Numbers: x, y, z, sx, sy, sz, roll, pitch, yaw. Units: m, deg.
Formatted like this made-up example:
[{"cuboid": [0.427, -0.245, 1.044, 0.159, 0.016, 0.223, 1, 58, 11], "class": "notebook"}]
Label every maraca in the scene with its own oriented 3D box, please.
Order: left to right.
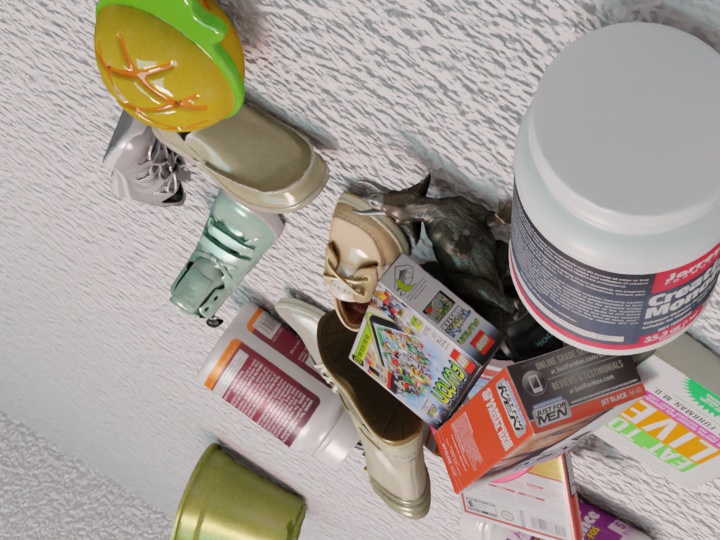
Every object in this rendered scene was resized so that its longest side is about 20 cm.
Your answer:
[{"cuboid": [-0.150, -0.178, 1.266, 0.136, 0.108, 0.200, 25, 160, 7], "class": "maraca"}]

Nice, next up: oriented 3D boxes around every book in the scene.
[{"cuboid": [0.270, 0.118, 1.361, 0.133, 0.048, 0.200, 34, 158, 0], "class": "book"}]

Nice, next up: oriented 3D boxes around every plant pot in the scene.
[{"cuboid": [-0.195, 0.415, 2.703, 0.182, 0.202, 0.201, 19, 159, 10], "class": "plant pot"}]

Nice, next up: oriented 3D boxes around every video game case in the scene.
[{"cuboid": [0.144, 0.173, 1.595, 0.142, 0.017, 0.202, 12, 126, 38], "class": "video game case"}]

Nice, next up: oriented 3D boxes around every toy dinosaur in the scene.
[{"cuboid": [0.091, -0.012, 1.313, 0.200, 0.077, 0.102, 48, 167, -24], "class": "toy dinosaur"}]

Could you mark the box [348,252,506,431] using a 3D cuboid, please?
[{"cuboid": [0.052, 0.065, 1.377, 0.110, 0.035, 0.200, 39, 159, 8], "class": "box"}]

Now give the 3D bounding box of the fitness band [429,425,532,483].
[{"cuboid": [0.126, 0.122, 1.536, 0.143, 0.037, 0.200, 42, 140, 7], "class": "fitness band"}]

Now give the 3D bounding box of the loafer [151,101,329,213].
[{"cuboid": [-0.116, -0.114, 1.412, 0.199, 0.076, 0.068, 27, 166, 27], "class": "loafer"}]

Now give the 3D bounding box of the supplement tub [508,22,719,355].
[{"cuboid": [0.162, -0.045, 0.990, 0.139, 0.141, 0.200, 30, 161, 15], "class": "supplement tub"}]

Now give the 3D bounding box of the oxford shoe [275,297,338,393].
[{"cuboid": [-0.020, 0.104, 1.808, 0.200, 0.058, 0.075, 42, 163, -14], "class": "oxford shoe"}]

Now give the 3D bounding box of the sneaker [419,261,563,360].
[{"cuboid": [0.097, 0.047, 1.433, 0.199, 0.076, 0.079, 11, 153, 52], "class": "sneaker"}]

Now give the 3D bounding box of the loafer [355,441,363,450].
[{"cuboid": [-0.051, 0.174, 2.017, 0.198, 0.072, 0.063, 27, 164, 17], "class": "loafer"}]

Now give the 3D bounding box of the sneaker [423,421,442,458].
[{"cuboid": [0.135, 0.181, 1.698, 0.199, 0.079, 0.077, 23, 168, 38], "class": "sneaker"}]

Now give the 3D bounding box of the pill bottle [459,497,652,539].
[{"cuboid": [0.212, 0.298, 1.783, 0.199, 0.113, 0.113, 26, 160, 25], "class": "pill bottle"}]

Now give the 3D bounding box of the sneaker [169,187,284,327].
[{"cuboid": [-0.141, -0.010, 1.644, 0.073, 0.119, 0.201, 35, 160, 5], "class": "sneaker"}]

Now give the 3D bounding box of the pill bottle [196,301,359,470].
[{"cuboid": [-0.083, 0.138, 1.910, 0.199, 0.115, 0.114, 36, 162, 0], "class": "pill bottle"}]

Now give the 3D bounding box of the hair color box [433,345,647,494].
[{"cuboid": [0.146, 0.122, 1.362, 0.065, 0.110, 0.200, 67, 159, 16], "class": "hair color box"}]

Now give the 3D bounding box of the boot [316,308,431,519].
[{"cuboid": [0.016, 0.148, 1.688, 0.156, 0.071, 0.201, 77, 166, -46], "class": "boot"}]

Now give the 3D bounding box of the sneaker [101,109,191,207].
[{"cuboid": [-0.203, -0.114, 1.603, 0.081, 0.075, 0.200, 20, 168, 0], "class": "sneaker"}]

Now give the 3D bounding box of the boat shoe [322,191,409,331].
[{"cuboid": [0.000, 0.000, 1.495, 0.073, 0.069, 0.201, 28, 160, 19], "class": "boat shoe"}]
